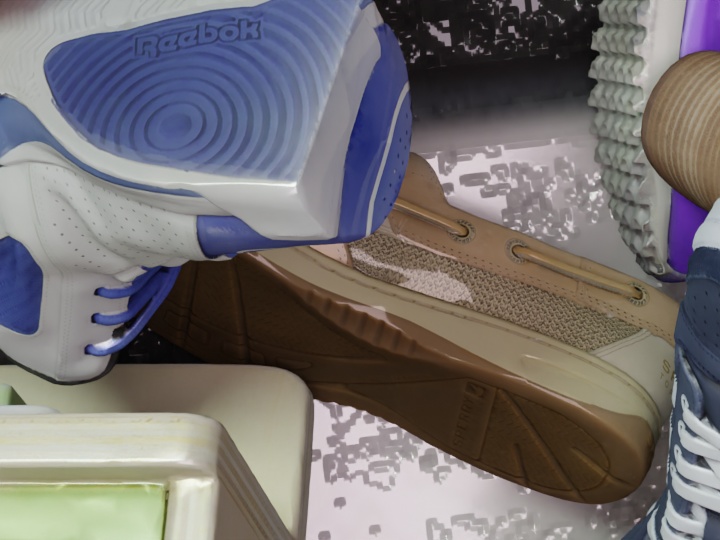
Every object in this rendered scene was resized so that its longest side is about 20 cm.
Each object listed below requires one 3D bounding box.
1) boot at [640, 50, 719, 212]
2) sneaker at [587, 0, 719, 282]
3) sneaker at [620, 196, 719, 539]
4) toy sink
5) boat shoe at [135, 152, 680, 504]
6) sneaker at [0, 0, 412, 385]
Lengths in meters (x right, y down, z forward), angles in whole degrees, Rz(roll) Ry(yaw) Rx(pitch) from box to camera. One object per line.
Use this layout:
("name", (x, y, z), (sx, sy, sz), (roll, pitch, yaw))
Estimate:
("boot", (0.187, 0.002, 0.818), (0.200, 0.155, 0.077), (28, 94, -36))
("sneaker", (0.124, -0.093, 0.873), (0.099, 0.070, 0.200), (4, 96, -7))
("sneaker", (0.098, 0.061, 0.785), (0.070, 0.200, 0.109), (33, 77, 22))
("toy sink", (-0.091, 0.100, 0.803), (0.130, 0.112, 0.200), (0, 65, 12))
("boat shoe", (0.000, 0.000, 0.881), (0.200, 0.071, 0.065), (26, 59, 2))
("sneaker", (-0.063, -0.027, 0.780), (0.199, 0.115, 0.081), (4, 59, 33))
